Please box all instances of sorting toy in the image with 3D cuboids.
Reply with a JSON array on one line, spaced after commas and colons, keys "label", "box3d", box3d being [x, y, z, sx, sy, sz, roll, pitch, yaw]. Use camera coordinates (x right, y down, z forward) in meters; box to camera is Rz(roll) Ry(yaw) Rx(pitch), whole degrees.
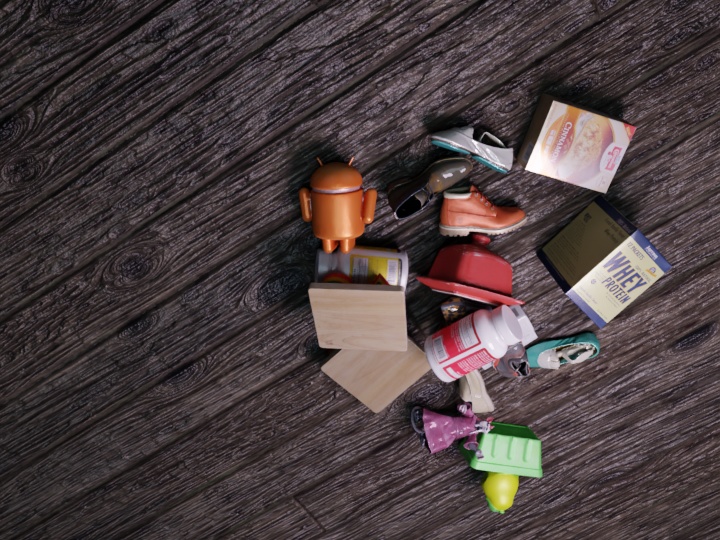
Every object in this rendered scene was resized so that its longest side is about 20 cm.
[{"label": "sorting toy", "box3d": [0.040, 0.210, 1.761, 0.200, 0.070, 0.199, -42, 115, 15]}, {"label": "sorting toy", "box3d": [0.001, 0.083, 1.584, 0.197, 0.070, 0.200, 2, 137, 8]}]

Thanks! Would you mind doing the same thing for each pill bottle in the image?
[{"label": "pill bottle", "box3d": [0.248, 0.156, 1.607, 0.199, 0.113, 0.112, -31, 117, 26]}, {"label": "pill bottle", "box3d": [0.000, 0.000, 1.636, 0.197, 0.112, 0.112, 6, 116, -8]}]

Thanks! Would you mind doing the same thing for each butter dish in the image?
[{"label": "butter dish", "box3d": [0.253, -0.009, 1.637, 0.197, 0.200, 0.150, 14, 89, -20]}]

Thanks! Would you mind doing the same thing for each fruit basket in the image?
[{"label": "fruit basket", "box3d": [0.361, 0.508, 1.900, 0.213, 0.156, 0.218, -2, 102, -8]}]

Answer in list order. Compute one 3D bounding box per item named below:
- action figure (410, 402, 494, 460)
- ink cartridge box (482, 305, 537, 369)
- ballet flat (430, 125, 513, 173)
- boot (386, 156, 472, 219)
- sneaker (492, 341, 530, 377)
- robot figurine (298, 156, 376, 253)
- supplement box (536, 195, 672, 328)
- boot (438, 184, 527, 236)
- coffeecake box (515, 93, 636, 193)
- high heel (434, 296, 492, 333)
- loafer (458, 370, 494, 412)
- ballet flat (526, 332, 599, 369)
[{"label": "action figure", "box3d": [0.237, 0.398, 1.828, 0.197, 0.149, 0.136, -3, 85, -11]}, {"label": "ink cartridge box", "box3d": [0.332, 0.160, 1.757, 0.162, 0.057, 0.200, -33, 156, 8]}, {"label": "ballet flat", "box3d": [0.240, -0.270, 1.559, 0.198, 0.070, 0.070, 19, 113, -19]}, {"label": "boot", "box3d": [0.150, -0.170, 1.558, 0.198, 0.097, 0.075, -23, 125, 17]}, {"label": "sneaker", "box3d": [0.369, 0.230, 1.765, 0.076, 0.082, 0.200, -28, 150, -2]}, {"label": "robot figurine", "box3d": [-0.047, -0.140, 1.551, 0.116, 0.143, 0.202, -15, 110, -36]}, {"label": "supplement box", "box3d": [0.533, -0.023, 1.629, 0.134, 0.201, 0.200, 39, 106, -23]}, {"label": "boot", "box3d": [0.273, -0.137, 1.620, 0.197, 0.075, 0.109, -3, 110, -5]}, {"label": "coffeecake box", "box3d": [0.458, -0.271, 1.569, 0.198, 0.073, 0.155, 13, 114, -13]}, {"label": "high heel", "box3d": [0.191, 0.122, 1.703, 0.141, 0.072, 0.200, 10, 144, -36]}, {"label": "loafer", "box3d": [0.274, 0.287, 1.827, 0.068, 0.076, 0.201, -28, 117, 2]}, {"label": "ballet flat", "box3d": [0.496, 0.206, 1.812, 0.198, 0.071, 0.068, -17, 118, 3]}]
